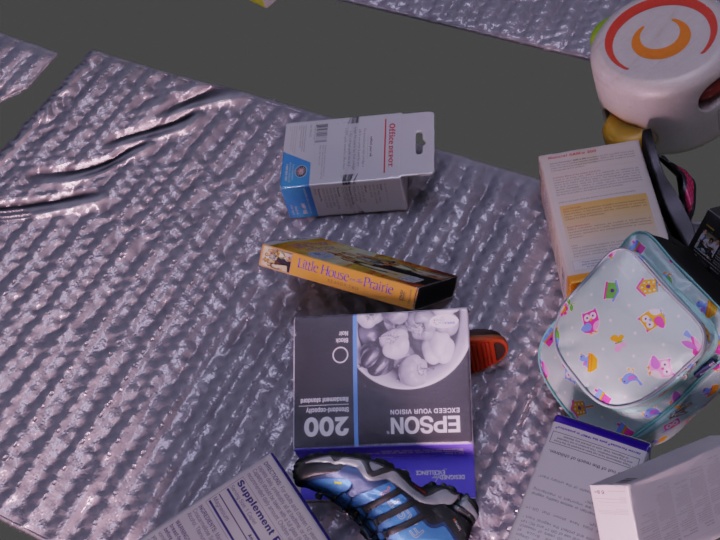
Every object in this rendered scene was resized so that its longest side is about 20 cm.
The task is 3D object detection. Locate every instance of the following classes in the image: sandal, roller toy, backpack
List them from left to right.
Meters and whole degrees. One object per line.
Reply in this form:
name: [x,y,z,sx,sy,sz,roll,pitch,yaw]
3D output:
backpack: [0.283,0.081,1.119,0.153,0.201,0.176,1,42,-49]
roller toy: [0.391,-0.244,1.376,0.181,0.140,0.201,-9,50,18]
sandal: [0.380,-0.079,1.286,0.045,0.075,0.202,-20,67,8]

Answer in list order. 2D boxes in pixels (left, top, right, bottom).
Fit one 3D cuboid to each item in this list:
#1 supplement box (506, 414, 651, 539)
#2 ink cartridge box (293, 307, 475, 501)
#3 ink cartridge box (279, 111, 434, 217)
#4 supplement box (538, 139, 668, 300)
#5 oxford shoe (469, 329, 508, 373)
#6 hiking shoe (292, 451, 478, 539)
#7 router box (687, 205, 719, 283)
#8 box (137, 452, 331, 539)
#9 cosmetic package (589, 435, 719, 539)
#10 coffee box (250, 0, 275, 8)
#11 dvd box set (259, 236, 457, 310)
supplement box: [0.205,0.261,1.060,0.102,0.102,0.201,15,57,21]
ink cartridge box: [0.024,0.145,1.168,0.196,0.043,0.202,-4,78,11]
ink cartridge box: [0.001,-0.138,1.415,0.198,0.067,0.117,-3,53,9]
supplement box: [0.290,-0.051,1.293,0.125,0.074,0.201,-8,53,5]
oxford shoe: [0.069,0.079,1.243,0.198,0.072,0.073,-4,47,8]
hiking shoe: [0.022,0.244,1.098,0.198,0.075,0.087,18,63,-2]
router box: [0.416,0.051,1.139,0.052,0.158,0.200,-13,47,-36]
box: [-0.116,0.319,1.075,0.199,0.105,0.184,-32,54,-12]
cosmetic package: [0.301,0.217,1.026,0.199,0.050,0.083,-9,86,-40]
coffee box: [-0.171,-0.570,1.685,0.199,0.200,0.198,32,65,29]
dvd box set: [0.000,0.000,1.279,0.198,0.146,0.030,16,101,22]
